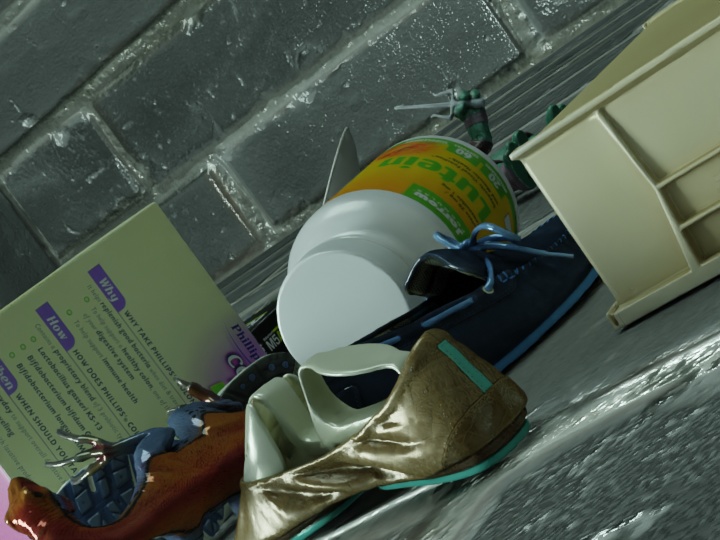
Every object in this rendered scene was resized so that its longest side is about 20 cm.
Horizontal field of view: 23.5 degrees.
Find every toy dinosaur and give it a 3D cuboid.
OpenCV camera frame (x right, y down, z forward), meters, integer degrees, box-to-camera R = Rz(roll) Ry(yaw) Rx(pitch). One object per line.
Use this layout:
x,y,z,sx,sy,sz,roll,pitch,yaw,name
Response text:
-0.088,0.088,0.833,0.200,0.105,0.181,-44,-5,9,toy dinosaur

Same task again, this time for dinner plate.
-0.022,-0.018,1.414,0.200,0.024,0.201,11,-90,-87,dinner plate

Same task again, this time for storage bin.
0.196,-0.094,0.775,0.198,0.094,0.200,-32,6,37,storage bin

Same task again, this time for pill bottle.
0.022,-0.005,1.049,0.111,0.111,0.200,-34,6,26,pill bottle

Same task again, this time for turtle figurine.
0.086,-0.091,1.503,0.200,0.101,0.150,-9,39,45,turtle figurine

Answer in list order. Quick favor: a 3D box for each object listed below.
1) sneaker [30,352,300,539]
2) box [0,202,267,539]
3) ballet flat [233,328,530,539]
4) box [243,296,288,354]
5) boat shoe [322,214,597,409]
-0.103,0.128,0.996,0.200,0.077,0.085,-31,-8,-26,sneaker
-0.166,0.089,1.095,0.200,0.176,0.097,-40,7,-37,box
-0.009,0.072,0.760,0.068,0.072,0.200,-40,5,-39,ballet flat
-0.138,0.100,1.575,0.200,0.048,0.193,-35,3,27,box
0.055,0.015,0.871,0.200,0.069,0.084,-40,6,-40,boat shoe
